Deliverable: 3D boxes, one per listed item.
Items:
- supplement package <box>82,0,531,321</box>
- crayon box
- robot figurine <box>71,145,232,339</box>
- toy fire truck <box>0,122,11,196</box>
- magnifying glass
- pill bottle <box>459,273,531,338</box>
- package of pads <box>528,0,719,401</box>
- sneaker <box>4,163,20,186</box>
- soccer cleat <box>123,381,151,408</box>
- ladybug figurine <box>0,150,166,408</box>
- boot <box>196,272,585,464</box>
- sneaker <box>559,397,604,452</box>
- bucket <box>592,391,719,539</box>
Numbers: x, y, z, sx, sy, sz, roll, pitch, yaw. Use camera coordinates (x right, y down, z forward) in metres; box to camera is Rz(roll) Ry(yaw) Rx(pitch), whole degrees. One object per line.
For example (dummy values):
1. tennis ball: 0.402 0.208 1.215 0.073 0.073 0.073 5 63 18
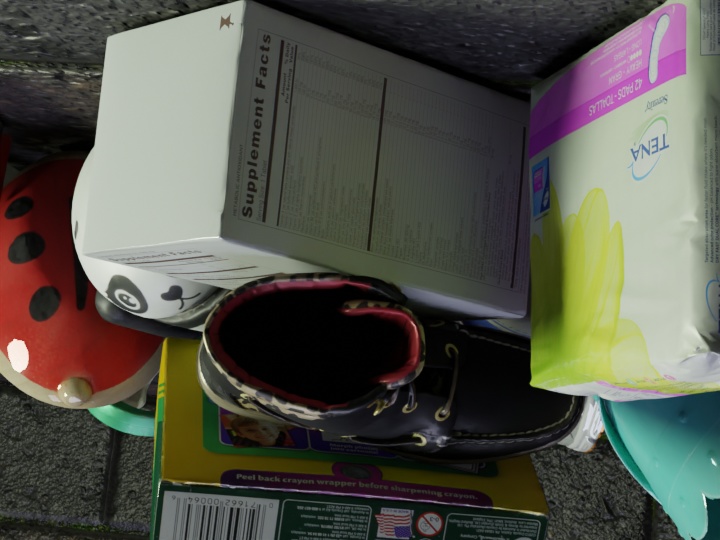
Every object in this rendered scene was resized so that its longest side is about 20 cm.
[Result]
1. supplement package: -0.020 -0.045 0.856 0.199 0.114 0.109 15 167 -41
2. crayon box: -0.012 0.103 0.954 0.199 0.059 0.173 6 -159 -7
3. robot figurine: -0.067 -0.022 0.993 0.125 0.151 0.200 20 -176 44
4. toy fire truck: -0.290 -0.076 1.052 0.140 0.049 0.200 5 170 15
5. magnifying glass: -0.093 0.058 1.134 0.080 0.022 0.200 38 -144 30
6. pill bottle: 0.103 -0.008 1.020 0.111 0.113 0.200 6 171 1
7. package of pads: 0.130 -0.023 0.756 0.068 0.155 0.200 2 172 -13
8. sneaker: -0.261 -0.016 1.236 0.111 0.073 0.200 -23 155 11
9. soccer cleat: -0.138 0.018 1.232 0.069 0.078 0.200 -2 142 -30
10. ladybug figurine: -0.174 -0.003 1.083 0.135 0.201 0.072 2 137 -15
11. boot: 0.016 0.047 0.835 0.199 0.074 0.151 10 171 0
12. sneaker: 0.138 0.065 1.230 0.092 0.076 0.200 15 155 4
13. bucket: 0.246 0.070 1.075 0.207 0.207 0.135 18 -151 -54
